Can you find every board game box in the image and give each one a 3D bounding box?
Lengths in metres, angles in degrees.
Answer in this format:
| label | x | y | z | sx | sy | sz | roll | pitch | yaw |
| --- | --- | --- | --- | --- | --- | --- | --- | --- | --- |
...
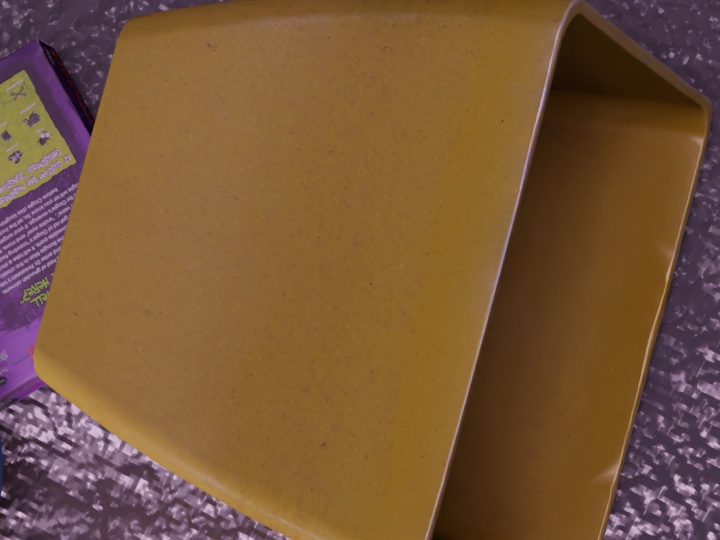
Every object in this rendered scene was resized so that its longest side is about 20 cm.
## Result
| label | x | y | z | sx | sy | sz | roll | pitch | yaw |
| --- | --- | --- | --- | --- | --- | --- | --- | --- | --- |
| board game box | -0.182 | 0.009 | 1.066 | 0.200 | 0.032 | 0.120 | -31 | 77 | 7 |

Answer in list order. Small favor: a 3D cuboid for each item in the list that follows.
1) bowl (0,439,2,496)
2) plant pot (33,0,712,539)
| label | x | y | z | sx | sy | sz | roll | pitch | yaw |
| --- | --- | --- | --- | --- | --- | --- | --- | --- | --- |
| bowl | -0.235 | 0.079 | 1.039 | 0.200 | 0.039 | 0.201 | -1 | 86 | 11 |
| plant pot | 0.000 | 0.000 | 0.961 | 0.176 | 0.200 | 0.200 | 14 | 88 | 23 |
